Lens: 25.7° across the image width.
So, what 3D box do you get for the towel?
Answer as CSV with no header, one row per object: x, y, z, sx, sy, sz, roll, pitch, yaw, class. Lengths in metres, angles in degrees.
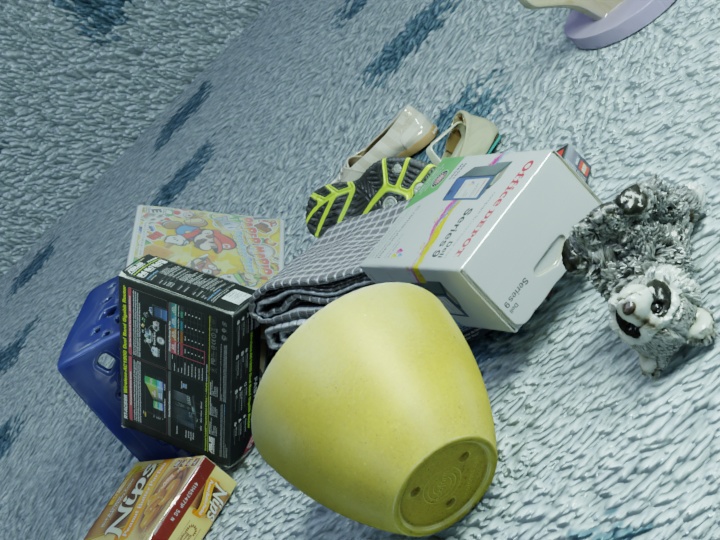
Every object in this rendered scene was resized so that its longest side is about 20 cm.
0.000,0.000,1.634,0.199,0.086,0.165,-16,16,41,towel

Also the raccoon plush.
0.254,-0.003,1.243,0.199,0.134,0.097,-22,-18,-37,raccoon plush

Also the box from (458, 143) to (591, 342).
0.145,-0.023,1.541,0.137,0.040,0.201,-30,25,40,box

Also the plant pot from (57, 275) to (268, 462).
-0.219,0.094,1.893,0.179,0.200,0.200,-33,21,19,plant pot

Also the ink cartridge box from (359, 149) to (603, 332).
0.109,-0.028,1.437,0.146,0.088,0.200,-52,22,-15,ink cartridge box

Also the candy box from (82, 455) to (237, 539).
-0.225,0.270,1.755,0.116,0.055,0.200,-56,20,-25,candy box

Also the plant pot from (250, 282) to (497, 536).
0.031,0.131,1.289,0.200,0.200,0.142,-47,49,2,plant pot

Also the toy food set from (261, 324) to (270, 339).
-0.054,-0.009,1.879,0.199,0.061,0.144,-28,23,11,toy food set

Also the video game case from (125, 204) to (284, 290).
-0.179,-0.015,1.843,0.200,0.181,0.023,-95,12,-61,video game case

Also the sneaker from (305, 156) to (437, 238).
0.031,-0.078,1.739,0.199,0.076,0.076,-8,79,42,sneaker

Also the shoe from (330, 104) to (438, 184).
0.016,-0.148,2.069,0.200,0.053,0.070,-36,21,32,shoe

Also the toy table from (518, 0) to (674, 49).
0.269,-0.338,1.787,0.200,0.117,0.184,-18,34,58,toy table

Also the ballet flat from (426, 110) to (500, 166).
0.092,-0.105,1.790,0.069,0.069,0.201,-23,31,52,ballet flat

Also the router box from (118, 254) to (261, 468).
-0.186,0.098,1.717,0.062,0.149,0.201,-39,-40,-52,router box
